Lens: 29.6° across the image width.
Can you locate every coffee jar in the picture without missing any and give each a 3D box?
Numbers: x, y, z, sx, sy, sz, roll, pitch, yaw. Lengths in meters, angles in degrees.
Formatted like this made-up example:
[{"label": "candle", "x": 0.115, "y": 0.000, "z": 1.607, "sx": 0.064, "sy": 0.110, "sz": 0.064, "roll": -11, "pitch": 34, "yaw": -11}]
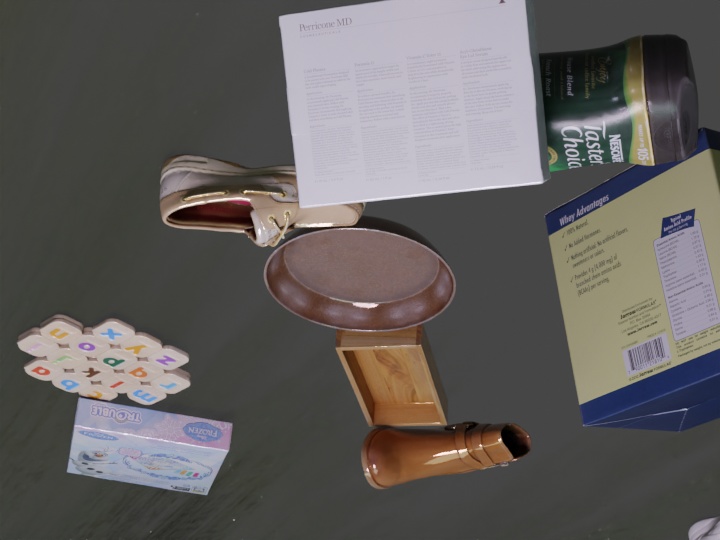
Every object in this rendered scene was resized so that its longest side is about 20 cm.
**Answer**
[{"label": "coffee jar", "x": 0.174, "y": -0.131, "z": 1.109, "sx": 0.197, "sy": 0.086, "sz": 0.105, "roll": -6, "pitch": 142, "yaw": 16}]

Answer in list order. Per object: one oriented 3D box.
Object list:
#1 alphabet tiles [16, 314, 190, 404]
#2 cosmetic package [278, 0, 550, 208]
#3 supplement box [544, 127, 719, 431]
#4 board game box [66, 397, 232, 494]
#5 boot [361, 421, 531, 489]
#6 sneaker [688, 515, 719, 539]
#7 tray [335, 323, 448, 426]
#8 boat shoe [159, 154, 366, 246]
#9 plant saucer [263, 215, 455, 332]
[{"label": "alphabet tiles", "x": -0.304, "y": 0.108, "z": 1.628, "sx": 0.199, "sy": 0.015, "sz": 0.194, "roll": 29, "pitch": 140, "yaw": -34}, {"label": "cosmetic package", "x": 0.042, "y": -0.135, "z": 1.064, "sx": 0.197, "sy": 0.153, "sz": 0.052, "roll": -4, "pitch": -173, "yaw": 15}, {"label": "supplement box", "x": 0.288, "y": 0.015, "z": 1.189, "sx": 0.133, "sy": 0.203, "sz": 0.199, "roll": 8, "pitch": 155, "yaw": -37}, {"label": "board game box", "x": -0.281, "y": 0.233, "z": 1.789, "sx": 0.197, "sy": 0.044, "sz": 0.199, "roll": 11, "pitch": 154, "yaw": -11}, {"label": "boot", "x": 0.105, "y": 0.222, "z": 1.654, "sx": 0.153, "sy": 0.078, "sz": 0.199, "roll": -11, "pitch": 165, "yaw": 34}, {"label": "sneaker", "x": 0.516, "y": 0.370, "z": 1.859, "sx": 0.074, "sy": 0.101, "sz": 0.201, "roll": 12, "pitch": 146, "yaw": -8}, {"label": "tray", "x": 0.040, "y": 0.122, "z": 1.584, "sx": 0.097, "sy": 0.038, "sz": 0.201, "roll": -2, "pitch": 147, "yaw": 12}, {"label": "boat shoe", "x": -0.093, "y": -0.056, "z": 1.282, "sx": 0.196, "sy": 0.070, "sz": 0.074, "roll": 6, "pitch": 149, "yaw": -1}, {"label": "plant saucer", "x": 0.000, "y": 0.000, "z": 1.395, "sx": 0.197, "sy": 0.035, "sz": 0.201, "roll": 3, "pitch": 149, "yaw": 2}]
